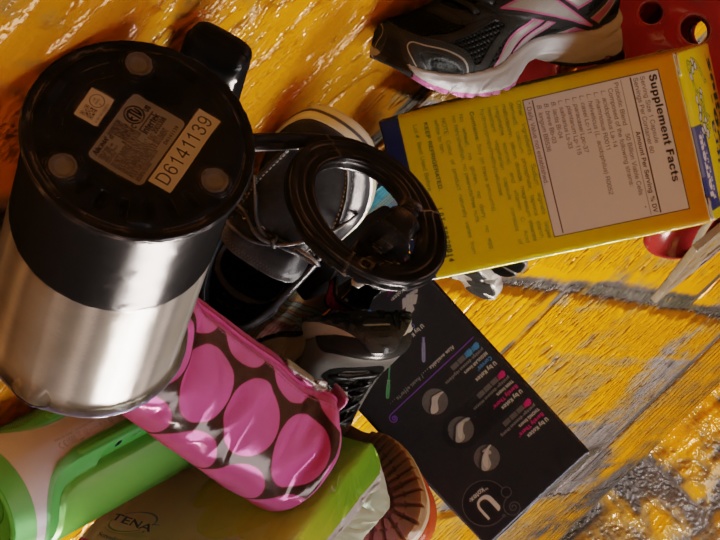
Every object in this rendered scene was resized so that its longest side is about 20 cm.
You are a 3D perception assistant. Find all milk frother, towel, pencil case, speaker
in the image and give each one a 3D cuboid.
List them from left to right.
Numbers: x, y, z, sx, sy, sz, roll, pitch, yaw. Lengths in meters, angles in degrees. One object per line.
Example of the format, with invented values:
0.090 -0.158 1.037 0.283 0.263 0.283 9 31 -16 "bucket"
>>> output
-0.173 0.115 1.634 0.200 0.088 0.089 -27 159 -44 "speaker"
-0.080 -0.005 1.321 0.180 0.200 0.188 -38 165 -30 "milk frother"
-0.092 0.071 1.590 0.094 0.091 0.200 -41 139 10 "pencil case"
-0.009 -0.014 1.809 0.200 0.022 0.147 -44 164 8 "towel"

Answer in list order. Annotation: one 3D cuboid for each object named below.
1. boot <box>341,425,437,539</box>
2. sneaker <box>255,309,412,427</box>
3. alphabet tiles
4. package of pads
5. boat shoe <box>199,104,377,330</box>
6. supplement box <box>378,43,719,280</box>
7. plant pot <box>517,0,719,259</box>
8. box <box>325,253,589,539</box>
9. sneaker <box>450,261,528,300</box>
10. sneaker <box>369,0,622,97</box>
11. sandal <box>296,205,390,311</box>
0.022 0.165 1.816 0.075 0.107 0.200 -51 -155 -2 "boot"
-0.015 0.071 1.726 0.074 0.080 0.200 -1 168 -21 "sneaker"
0.274 -0.050 1.704 0.167 0.008 0.200 -38 172 -10 "alphabet tiles"
-0.096 0.181 1.688 0.200 0.154 0.068 -48 135 -32 "package of pads"
-0.047 -0.027 1.571 0.062 0.075 0.200 -56 -177 -42 "boat shoe"
0.130 -0.070 1.638 0.199 0.109 0.109 -11 -175 20 "supplement box"
0.219 -0.119 1.794 0.200 0.183 0.201 -36 164 -12 "plant pot"
0.059 0.091 1.884 0.106 0.200 0.122 -43 -178 0 "box"
0.100 -0.043 1.940 0.084 0.080 0.200 -58 180 -13 "sneaker"
0.086 -0.168 1.564 0.200 0.080 0.087 -21 127 -44 "sneaker"
0.000 0.000 1.696 0.075 0.045 0.200 -41 179 -7 "sandal"
